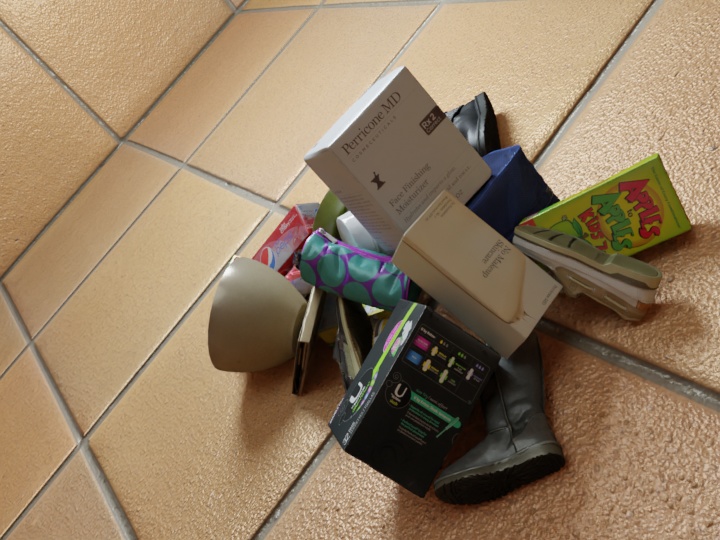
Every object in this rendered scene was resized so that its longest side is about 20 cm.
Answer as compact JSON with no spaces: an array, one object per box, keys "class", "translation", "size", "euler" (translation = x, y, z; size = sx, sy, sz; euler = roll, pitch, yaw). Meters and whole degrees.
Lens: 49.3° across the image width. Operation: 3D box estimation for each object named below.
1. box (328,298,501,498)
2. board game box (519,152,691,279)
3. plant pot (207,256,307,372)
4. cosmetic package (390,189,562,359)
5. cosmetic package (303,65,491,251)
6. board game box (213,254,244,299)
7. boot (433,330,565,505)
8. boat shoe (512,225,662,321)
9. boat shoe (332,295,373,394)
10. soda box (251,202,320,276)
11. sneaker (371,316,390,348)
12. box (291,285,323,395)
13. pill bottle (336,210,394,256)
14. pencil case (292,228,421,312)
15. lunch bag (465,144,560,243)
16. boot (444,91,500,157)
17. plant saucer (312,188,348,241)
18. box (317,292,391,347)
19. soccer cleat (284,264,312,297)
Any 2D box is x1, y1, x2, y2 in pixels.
[{"class":"box","translation":[0.065,0.157,1.013],"size":[0.203,0.123,0.148],"euler":[-60,9,-5]},{"class":"board game box","translation":[0.324,-0.063,1.049],"size":[0.197,0.103,0.047],"euler":[-27,1,26]},{"class":"plant pot","translation":[-0.165,0.088,1.375],"size":[0.131,0.202,0.203],"euler":[10,55,14]},{"class":"cosmetic package","translation":[0.148,0.004,1.014],"size":[0.104,0.199,0.073],"euler":[-47,-10,-30]},{"class":"cosmetic package","translation":[0.050,-0.155,1.148],"size":[0.165,0.200,0.165],"euler":[-47,14,-10]},{"class":"board game box","translation":[-0.224,0.072,1.455],"size":[0.029,0.202,0.097],"euler":[13,55,11]},{"class":"boot","translation":[0.164,0.181,0.998],"size":[0.178,0.073,0.203],"euler":[-21,45,12]},{"class":"boat shoe","translation":[0.279,0.002,1.006],"size":[0.198,0.074,0.070],"euler":[26,117,31]},{"class":"boat shoe","translation":[-0.014,0.126,1.217],"size":[0.064,0.073,0.203],"euler":[-34,52,27]},{"class":"soda box","translation":[-0.136,-0.041,1.488],"size":[0.200,0.063,0.071],"euler":[-46,62,40]},{"class":"sneaker","translation":[0.066,0.134,1.152],"size":[0.089,0.075,0.203],"euler":[-28,39,25]},{"class":"box","translation":[-0.080,0.082,1.315],"size":[0.021,0.165,0.203],"euler":[12,52,0]},{"class":"pill bottle","translation":[0.065,-0.089,1.303],"size":[0.197,0.115,0.114],"euler":[-29,31,-12]},{"class":"pencil case","translation":[0.000,0.000,1.201],"size":[0.196,0.094,0.085],"euler":[18,30,22]},{"class":"lunch bag","translation":[0.197,-0.069,1.171],"size":[0.201,0.132,0.136],"euler":[-48,14,-11]},{"class":"boot","translation":[0.170,-0.230,1.420],"size":[0.155,0.080,0.213],"euler":[-21,29,21]},{"class":"plant saucer","translation":[0.004,-0.093,1.367],"size":[0.200,0.200,0.031],"euler":[-47,54,-5]},{"class":"box","translation":[0.025,0.047,1.315],"size":[0.197,0.048,0.119],"euler":[-22,39,35]},{"class":"soccer cleat","translation":[-0.122,0.023,1.475],"size":[0.198,0.073,0.069],"euler":[-33,35,18]}]
